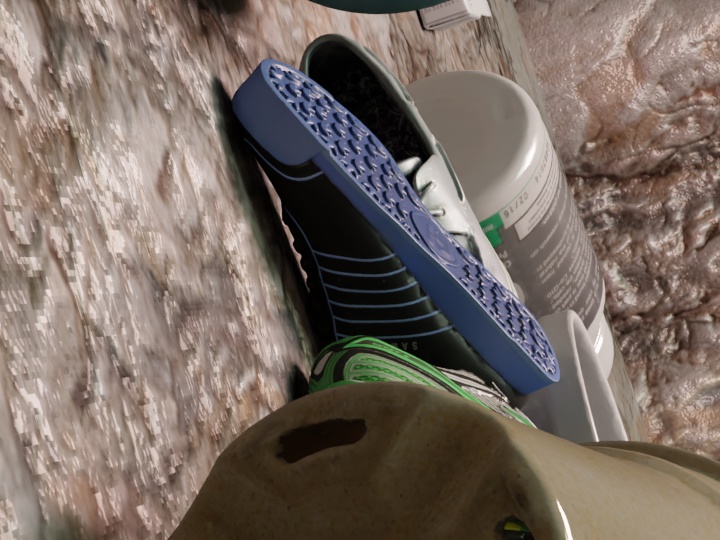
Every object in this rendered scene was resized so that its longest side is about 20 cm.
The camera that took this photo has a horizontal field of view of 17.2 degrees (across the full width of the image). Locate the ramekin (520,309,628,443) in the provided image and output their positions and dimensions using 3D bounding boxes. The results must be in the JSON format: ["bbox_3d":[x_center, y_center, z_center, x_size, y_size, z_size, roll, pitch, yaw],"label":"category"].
[{"bbox_3d":[0.086,0.129,1.185,0.200,0.104,0.201,-17,90,-81],"label":"ramekin"}]

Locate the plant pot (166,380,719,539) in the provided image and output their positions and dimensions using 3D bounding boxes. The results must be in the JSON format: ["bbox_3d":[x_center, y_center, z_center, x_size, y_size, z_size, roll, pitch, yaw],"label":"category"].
[{"bbox_3d":[0.035,0.124,0.711,0.183,0.200,0.201,36,36,-56],"label":"plant pot"}]

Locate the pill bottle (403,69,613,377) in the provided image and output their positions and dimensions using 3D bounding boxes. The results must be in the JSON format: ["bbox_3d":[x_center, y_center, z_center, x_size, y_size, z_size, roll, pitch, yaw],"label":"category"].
[{"bbox_3d":[0.073,-0.006,1.332,0.200,0.112,0.114,62,14,-45],"label":"pill bottle"}]

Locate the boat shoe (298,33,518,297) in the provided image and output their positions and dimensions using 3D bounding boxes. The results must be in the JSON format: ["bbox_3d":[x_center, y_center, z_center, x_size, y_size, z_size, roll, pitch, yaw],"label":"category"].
[{"bbox_3d":[0.016,-0.029,1.150,0.201,0.070,0.072,64,3,29],"label":"boat shoe"}]

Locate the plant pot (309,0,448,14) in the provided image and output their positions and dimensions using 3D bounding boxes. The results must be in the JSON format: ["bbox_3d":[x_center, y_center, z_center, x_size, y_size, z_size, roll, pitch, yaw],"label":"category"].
[{"bbox_3d":[0.010,-0.210,1.112,0.161,0.199,0.202,130,-56,-78],"label":"plant pot"}]

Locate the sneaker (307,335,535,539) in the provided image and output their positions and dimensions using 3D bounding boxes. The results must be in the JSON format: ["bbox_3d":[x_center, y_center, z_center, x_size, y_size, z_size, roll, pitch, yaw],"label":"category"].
[{"bbox_3d":[0.062,0.085,1.026,0.200,0.078,0.085,33,26,-28],"label":"sneaker"}]

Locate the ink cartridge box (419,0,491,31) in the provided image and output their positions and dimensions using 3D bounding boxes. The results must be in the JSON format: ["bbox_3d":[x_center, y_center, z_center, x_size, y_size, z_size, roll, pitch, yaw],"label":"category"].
[{"bbox_3d":[0.052,-0.298,1.970,0.174,0.043,0.201,-30,102,-81],"label":"ink cartridge box"}]

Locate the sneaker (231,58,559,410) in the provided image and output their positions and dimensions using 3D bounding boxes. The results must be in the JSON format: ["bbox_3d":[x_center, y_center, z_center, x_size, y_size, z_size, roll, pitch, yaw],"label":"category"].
[{"bbox_3d":[0.000,0.000,1.060,0.200,0.078,0.070,48,18,-14],"label":"sneaker"}]
